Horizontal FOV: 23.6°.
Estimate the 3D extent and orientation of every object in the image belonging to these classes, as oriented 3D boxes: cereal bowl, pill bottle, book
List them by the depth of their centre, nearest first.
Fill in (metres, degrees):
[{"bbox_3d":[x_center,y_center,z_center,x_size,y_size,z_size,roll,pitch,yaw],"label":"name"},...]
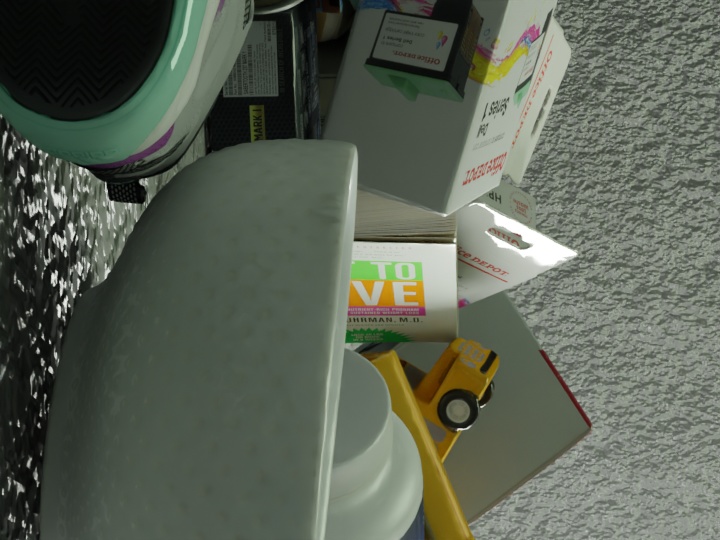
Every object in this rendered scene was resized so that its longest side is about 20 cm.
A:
[{"bbox_3d":[-0.049,0.056,0.539,0.200,0.083,0.201,7,90,-89],"label":"cereal bowl"},{"bbox_3d":[-0.021,0.133,0.925,0.200,0.110,0.111,86,4,-48],"label":"pill bottle"},{"bbox_3d":[0.000,0.000,1.172,0.200,0.133,0.048,80,9,-68],"label":"book"}]

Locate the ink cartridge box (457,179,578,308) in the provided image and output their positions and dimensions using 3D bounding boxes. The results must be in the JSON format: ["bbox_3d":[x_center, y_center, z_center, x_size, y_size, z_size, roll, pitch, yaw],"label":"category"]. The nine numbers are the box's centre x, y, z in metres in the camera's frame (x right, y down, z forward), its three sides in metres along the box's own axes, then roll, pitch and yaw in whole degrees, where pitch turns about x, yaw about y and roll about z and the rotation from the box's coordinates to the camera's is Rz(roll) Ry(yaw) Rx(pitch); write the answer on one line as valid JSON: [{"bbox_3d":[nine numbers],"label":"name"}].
[{"bbox_3d":[0.048,-0.025,1.247,0.115,0.200,0.068,25,55,-37],"label":"ink cartridge box"}]

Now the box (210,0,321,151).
[{"bbox_3d":[-0.050,-0.054,0.975,0.158,0.051,0.201,-74,163,-76],"label":"box"}]

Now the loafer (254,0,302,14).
[{"bbox_3d":[-0.055,-0.220,0.824,0.070,0.075,0.201,42,42,-70],"label":"loafer"}]

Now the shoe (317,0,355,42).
[{"bbox_3d":[-0.006,-0.215,1.205,0.200,0.053,0.070,-78,175,-57],"label":"shoe"}]

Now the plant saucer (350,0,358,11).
[{"bbox_3d":[0.014,-0.248,1.180,0.200,0.027,0.201,-14,90,-70],"label":"plant saucer"}]

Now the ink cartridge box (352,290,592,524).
[{"bbox_3d":[0.064,0.111,1.399,0.146,0.144,0.200,55,-14,-2],"label":"ink cartridge box"}]

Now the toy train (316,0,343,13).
[{"bbox_3d":[-0.019,-0.231,1.000,0.200,0.114,0.087,86,7,-59],"label":"toy train"}]

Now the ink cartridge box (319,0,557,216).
[{"bbox_3d":[0.055,-0.142,0.960,0.145,0.084,0.201,-30,138,-71],"label":"ink cartridge box"}]

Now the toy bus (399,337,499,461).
[{"bbox_3d":[0.024,0.135,1.252,0.201,0.078,0.065,-61,173,17],"label":"toy bus"}]

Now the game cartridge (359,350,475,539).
[{"bbox_3d":[0.022,0.147,1.049,0.201,0.032,0.176,65,-19,-4],"label":"game cartridge"}]

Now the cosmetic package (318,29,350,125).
[{"bbox_3d":[-0.027,-0.130,1.235,0.200,0.073,0.104,-86,175,-63],"label":"cosmetic package"}]

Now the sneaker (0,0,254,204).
[{"bbox_3d":[-0.066,-0.118,0.511,0.140,0.077,0.201,83,16,-79],"label":"sneaker"}]

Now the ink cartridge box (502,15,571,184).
[{"bbox_3d":[0.078,-0.141,1.191,0.117,0.067,0.200,-67,156,-4],"label":"ink cartridge box"}]
